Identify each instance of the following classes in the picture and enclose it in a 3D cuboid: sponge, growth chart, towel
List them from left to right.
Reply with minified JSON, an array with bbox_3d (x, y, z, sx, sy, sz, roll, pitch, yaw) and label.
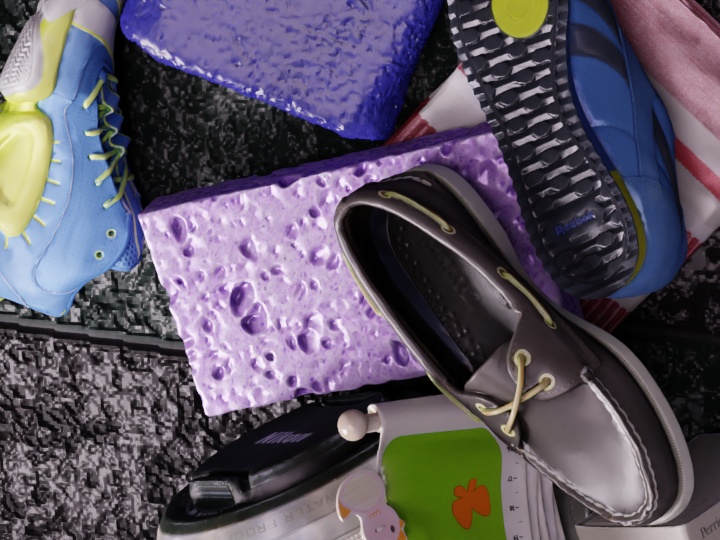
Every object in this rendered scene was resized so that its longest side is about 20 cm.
[{"bbox_3d":[-0.017,-0.175,0.925,0.146,0.050,0.202,22,109,1],"label":"towel"},{"bbox_3d":[0.000,0.000,0.966,0.198,0.030,0.113,-12,105,20],"label":"sponge"},{"bbox_3d":[0.058,0.148,0.899,0.018,0.144,0.202,-17,89,47],"label":"growth chart"},{"bbox_3d":[0.098,-0.050,0.946,0.144,0.023,0.200,43,115,0],"label":"towel"}]

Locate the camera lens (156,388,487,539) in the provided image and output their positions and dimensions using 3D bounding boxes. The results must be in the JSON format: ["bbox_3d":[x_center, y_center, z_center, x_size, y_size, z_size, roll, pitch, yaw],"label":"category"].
[{"bbox_3d":[0.004,0.170,0.964,0.159,0.160,0.202,-21,99,22],"label":"camera lens"}]

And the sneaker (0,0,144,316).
[{"bbox_3d":[-0.140,-0.063,1.000,0.104,0.076,0.201,27,113,-12],"label":"sneaker"}]

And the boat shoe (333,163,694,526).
[{"bbox_3d":[0.063,0.038,0.878,0.201,0.060,0.072,49,124,18],"label":"boat shoe"}]

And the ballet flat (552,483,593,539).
[{"bbox_3d":[0.140,0.188,0.988,0.063,0.067,0.202,-12,102,47],"label":"ballet flat"}]

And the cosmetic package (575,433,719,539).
[{"bbox_3d":[0.187,0.188,0.934,0.073,0.103,0.202,-7,107,51],"label":"cosmetic package"}]

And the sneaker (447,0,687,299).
[{"bbox_3d":[0.097,-0.085,0.896,0.066,0.078,0.202,-20,87,39],"label":"sneaker"}]
